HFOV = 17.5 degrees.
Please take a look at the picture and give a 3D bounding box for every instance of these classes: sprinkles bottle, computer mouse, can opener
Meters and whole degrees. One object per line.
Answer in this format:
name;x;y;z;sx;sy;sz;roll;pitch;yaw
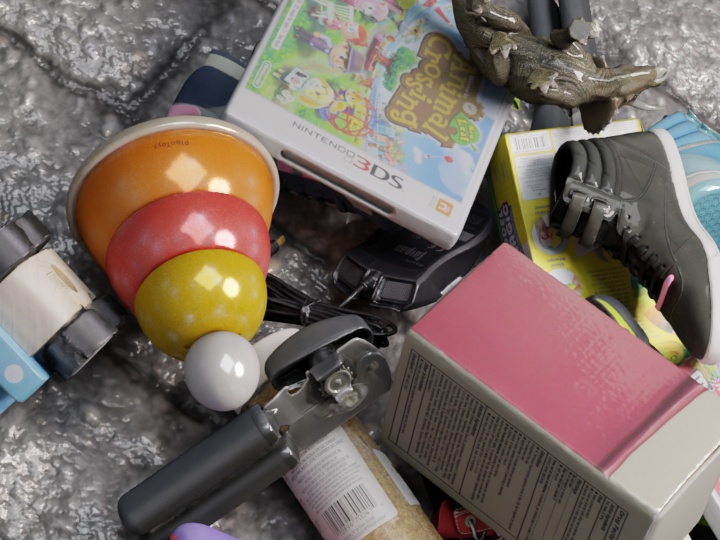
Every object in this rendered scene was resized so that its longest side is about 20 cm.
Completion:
sprinkles bottle;-0.014;0.135;1.543;0.068;0.068;0.200;-24;69;-30
computer mouse;0.000;0.000;1.651;0.140;0.046;0.200;16;36;24
can opener;-0.070;0.103;1.509;0.200;0.053;0.067;-35;40;1
can opener;0.157;-0.139;1.780;0.052;0.066;0.201;-17;52;22

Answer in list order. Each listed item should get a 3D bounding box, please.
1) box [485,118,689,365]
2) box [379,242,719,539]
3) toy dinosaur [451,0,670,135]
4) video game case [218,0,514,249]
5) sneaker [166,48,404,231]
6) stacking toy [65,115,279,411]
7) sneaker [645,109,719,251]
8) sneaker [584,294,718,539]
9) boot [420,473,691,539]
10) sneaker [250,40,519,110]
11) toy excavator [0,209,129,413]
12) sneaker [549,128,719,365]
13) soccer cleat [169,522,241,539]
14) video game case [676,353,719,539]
box;0.166;-0.003;1.681;0.117;0.048;0.201;-7;78;-23
box;0.126;0.102;1.502;0.200;0.128;0.109;37;55;18
toy dinosaur;0.114;-0.148;1.640;0.199;0.102;0.077;20;74;12
video game case;0.015;-0.130;1.644;0.182;0.022;0.200;28;50;-5
sneaker;-0.054;-0.072;1.663;0.200;0.070;0.082;36;78;22
stacking toy;-0.110;0.011;1.524;0.146;0.146;0.200;1;47;-18
sneaker;0.287;-0.066;1.774;0.199;0.080;0.131;13;29;-36
sneaker;0.214;0.098;1.632;0.200;0.074;0.081;56;41;-9
boot;0.130;0.180;1.566;0.144;0.073;0.200;-25;64;-28
sneaker;0.020;-0.149;1.730;0.199;0.083;0.072;14;54;-10
toy excavator;-0.257;0.072;1.479;0.200;0.194;0.100;-44;93;6
sneaker;0.186;-0.015;1.610;0.099;0.071;0.201;-2;52;-17
soccer cleat;-0.030;0.215;1.477;0.200;0.067;0.077;39;85;3
video game case;0.274;0.112;1.621;0.143;0.017;0.200;59;37;-1
